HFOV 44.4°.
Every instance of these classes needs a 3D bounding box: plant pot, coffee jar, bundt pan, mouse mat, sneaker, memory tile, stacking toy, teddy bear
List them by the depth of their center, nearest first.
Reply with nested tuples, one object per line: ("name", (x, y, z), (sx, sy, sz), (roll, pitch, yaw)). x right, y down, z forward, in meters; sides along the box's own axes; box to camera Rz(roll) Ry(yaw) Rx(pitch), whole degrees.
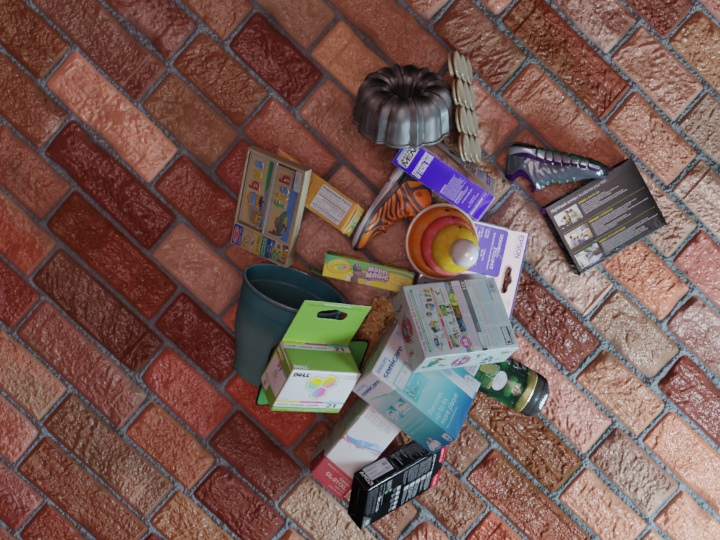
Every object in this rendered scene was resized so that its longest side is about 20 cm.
("stacking toy", (0.172, -0.040, 1.602), (0.144, 0.200, 0.148), (-2, 101, -12))
("bundt pan", (0.083, -0.314, 1.629), (0.199, 0.203, 0.076), (1, 134, -1))
("mouse mat", (-0.089, 0.190, 1.637), (0.198, 0.008, 0.162), (-1, 131, -28))
("memory tile", (0.197, -0.304, 1.659), (0.017, 0.153, 0.203), (-5, 94, 19))
("plant pot", (-0.152, 0.116, 1.666), (0.198, 0.200, 0.190), (20, 108, -2))
("sneaker", (0.071, -0.103, 1.704), (0.111, 0.078, 0.201), (34, 93, -2))
("sneaker", (0.376, -0.188, 1.710), (0.197, 0.074, 0.089), (15, 105, 13))
("teddy bear", (0.012, 0.143, 1.712), (0.199, 0.067, 0.146), (-34, 131, -5))
("coffee jar", (0.268, 0.206, 1.716), (0.198, 0.104, 0.086), (28, 93, -3))

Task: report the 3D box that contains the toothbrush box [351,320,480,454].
("toothbrush box", (0.104, 0.212, 1.622), (0.199, 0.147, 0.085), (39, 137, -4))

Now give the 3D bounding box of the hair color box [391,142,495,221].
("hair color box", (0.161, -0.188, 1.676), (0.199, 0.110, 0.065), (32, 114, -4))

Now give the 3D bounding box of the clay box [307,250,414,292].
("clay box", (0.000, 0.000, 1.692), (0.197, 0.115, 0.048), (13, 93, -3))

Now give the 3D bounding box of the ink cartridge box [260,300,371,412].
("ink cartridge box", (-0.070, 0.154, 1.552), (0.146, 0.076, 0.201), (7, 128, -32))

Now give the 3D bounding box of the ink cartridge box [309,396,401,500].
("ink cartridge box", (-0.003, 0.321, 1.698), (0.083, 0.146, 0.200), (41, 93, -4))

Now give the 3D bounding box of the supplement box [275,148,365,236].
("supplement box", (-0.088, -0.147, 1.680), (0.199, 0.067, 0.069), (38, 93, 12))

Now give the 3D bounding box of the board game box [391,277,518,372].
("board game box", (0.174, 0.098, 1.623), (0.197, 0.064, 0.149), (-4, 61, -24))

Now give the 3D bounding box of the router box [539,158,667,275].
("router box", (0.475, -0.105, 1.724), (0.198, 0.051, 0.150), (-29, 92, 1))

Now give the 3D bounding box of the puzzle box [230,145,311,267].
("puzzle box", (-0.172, -0.120, 1.669), (0.132, 0.025, 0.202), (23, 116, 19))

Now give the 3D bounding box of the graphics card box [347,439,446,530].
("graphics card box", (0.070, 0.398, 1.679), (0.198, 0.051, 0.127), (-24, 139, -32))

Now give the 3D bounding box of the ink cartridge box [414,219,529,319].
("ink cartridge box", (0.212, 0.001, 1.733), (0.197, 0.047, 0.200), (13, 93, -4))
